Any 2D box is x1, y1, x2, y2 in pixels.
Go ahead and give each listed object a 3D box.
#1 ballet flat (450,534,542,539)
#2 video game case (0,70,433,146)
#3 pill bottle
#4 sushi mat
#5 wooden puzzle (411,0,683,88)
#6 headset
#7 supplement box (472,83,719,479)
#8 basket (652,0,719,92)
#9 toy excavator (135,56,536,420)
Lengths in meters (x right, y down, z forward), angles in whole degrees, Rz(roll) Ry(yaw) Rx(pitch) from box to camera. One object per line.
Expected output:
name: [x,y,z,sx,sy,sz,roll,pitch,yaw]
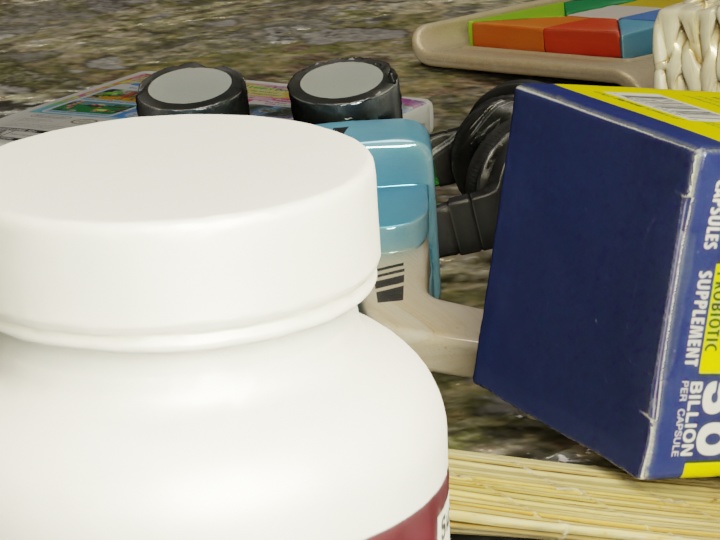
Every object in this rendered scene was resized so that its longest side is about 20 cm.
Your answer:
ballet flat: [0.009,0.108,0.668,0.066,0.057,0.200,-6,8,21]
video game case: [-0.090,-0.072,1.274,0.200,0.024,0.182,8,19,31]
pill bottle: [-0.037,0.074,0.501,0.113,0.201,0.113,-2,17,1]
sushi mat: [0.064,0.069,0.718,0.200,0.012,0.096,10,8,-32]
wooden puzzle: [0.160,-0.146,1.462,0.185,0.037,0.200,-16,22,-39]
headset: [0.077,-0.060,1.098,0.199,0.094,0.124,-14,18,0]
supplement box: [0.155,0.001,0.819,0.200,0.109,0.109,0,15,-30]
basket: [0.227,-0.071,1.054,0.123,0.136,0.200,9,20,38]
toy excavator: [0.000,0.000,0.948,0.194,0.100,0.200,-4,30,1]
